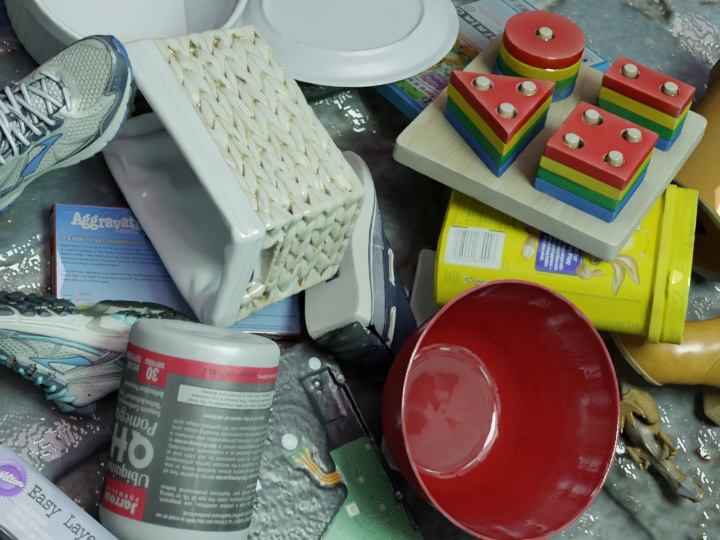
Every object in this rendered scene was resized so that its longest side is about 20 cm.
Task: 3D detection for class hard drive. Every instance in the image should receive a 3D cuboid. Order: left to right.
[{"bbox_3d":[-0.047,0.165,1.257,0.140,0.038,0.200,-22,78,-29],"label":"hard drive"}]

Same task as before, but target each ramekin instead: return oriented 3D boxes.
[{"bbox_3d":[-0.197,-0.238,1.323,0.200,0.105,0.200,8,67,-20],"label":"ramekin"}]

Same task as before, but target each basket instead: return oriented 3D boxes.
[{"bbox_3d":[-0.100,-0.078,1.243,0.123,0.136,0.200,-21,64,-28],"label":"basket"}]

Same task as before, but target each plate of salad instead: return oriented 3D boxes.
[{"bbox_3d":[-0.015,-0.211,1.399,0.200,0.048,0.200,2,42,-2],"label":"plate of salad"}]

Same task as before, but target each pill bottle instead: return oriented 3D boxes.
[{"bbox_3d":[-0.127,0.141,1.162,0.111,0.111,0.200,9,92,-19],"label":"pill bottle"}]

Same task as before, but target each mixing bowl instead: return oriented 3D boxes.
[{"bbox_3d":[0.092,0.109,1.259,0.200,0.108,0.200,2,85,-29],"label":"mixing bowl"}]

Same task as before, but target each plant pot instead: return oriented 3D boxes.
[{"bbox_3d":[0.359,-0.091,1.460,0.183,0.200,0.200,-39,87,-14],"label":"plant pot"}]

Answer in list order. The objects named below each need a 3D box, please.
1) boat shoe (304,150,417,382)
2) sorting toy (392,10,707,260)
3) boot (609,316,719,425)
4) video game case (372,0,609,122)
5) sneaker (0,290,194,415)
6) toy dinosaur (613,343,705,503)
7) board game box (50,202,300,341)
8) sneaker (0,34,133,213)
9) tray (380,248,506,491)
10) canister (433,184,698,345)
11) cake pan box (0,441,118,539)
[{"bbox_3d":[0.000,0.000,1.338,0.093,0.075,0.200,43,37,-40],"label":"boat shoe"},{"bbox_3d":[0.162,-0.127,1.312,0.199,0.070,0.200,27,46,17],"label":"sorting toy"},{"bbox_3d":[0.314,0.052,1.367,0.201,0.144,0.071,34,36,-31],"label":"boot"},{"bbox_3d":[0.100,-0.188,1.438,0.200,0.018,0.143,-20,46,-28],"label":"video game case"},{"bbox_3d":[-0.223,0.066,1.199,0.200,0.078,0.086,6,97,-21],"label":"sneaker"},{"bbox_3d":[0.233,0.114,1.397,0.106,0.060,0.200,12,55,-53],"label":"toy dinosaur"},{"bbox_3d":[-0.147,0.002,1.294,0.200,0.019,0.103,4,69,-21],"label":"board game box"},{"bbox_3d":[-0.252,-0.101,1.190,0.077,0.200,0.085,53,16,11],"label":"sneaker"},{"bbox_3d":[0.078,0.087,1.352,0.107,0.022,0.200,20,62,-15],"label":"tray"},{"bbox_3d":[0.169,-0.016,1.324,0.200,0.087,0.149,8,38,10],"label":"canister"},{"bbox_3d":[-0.206,0.214,1.086,0.200,0.184,0.052,40,55,-2],"label":"cake pan box"}]
